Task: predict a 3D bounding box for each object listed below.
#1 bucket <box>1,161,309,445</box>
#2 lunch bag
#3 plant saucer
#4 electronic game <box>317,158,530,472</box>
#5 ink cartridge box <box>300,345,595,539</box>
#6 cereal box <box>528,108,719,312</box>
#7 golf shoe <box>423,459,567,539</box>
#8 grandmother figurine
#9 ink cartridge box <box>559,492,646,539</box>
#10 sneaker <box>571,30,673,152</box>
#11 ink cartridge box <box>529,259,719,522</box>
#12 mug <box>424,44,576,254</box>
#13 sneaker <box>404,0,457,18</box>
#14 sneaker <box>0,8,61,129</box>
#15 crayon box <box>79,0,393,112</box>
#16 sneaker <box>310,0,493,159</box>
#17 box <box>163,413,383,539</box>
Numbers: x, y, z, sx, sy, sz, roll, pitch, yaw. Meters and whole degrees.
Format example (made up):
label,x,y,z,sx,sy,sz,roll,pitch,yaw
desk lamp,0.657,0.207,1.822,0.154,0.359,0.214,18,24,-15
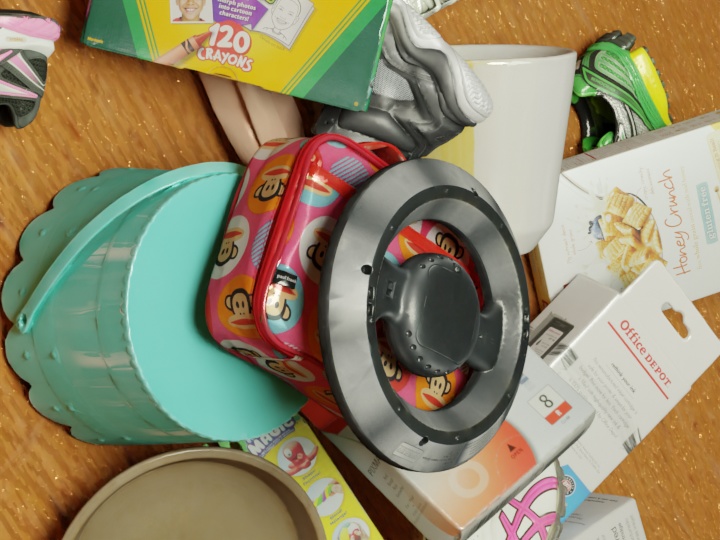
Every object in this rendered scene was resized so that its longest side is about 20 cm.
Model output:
label,x,y,z,sx,sy,sz,roll,pitch,yaw
bucket,-0.123,0.023,1.398,0.207,0.135,0.208,1,88,-41
lunch bag,0.000,0.000,1.367,0.200,0.082,0.177,32,66,-38
plant saucer,-0.119,0.211,1.423,0.199,0.029,0.201,-6,109,-19
electronic game,0.044,0.028,1.321,0.200,0.042,0.201,4,85,-48
ink cartridge box,0.052,0.088,1.527,0.200,0.050,0.162,45,56,11
cereal box,0.233,-0.037,1.694,0.199,0.040,0.144,-19,109,-12
golf shoe,0.093,0.198,1.525,0.092,0.073,0.201,36,54,-25
grandmother figurine,-0.063,-0.085,1.500,0.121,0.061,0.201,-29,107,-12
ink cartridge box,0.145,0.285,1.647,0.200,0.084,0.145,-27,106,-36
sneaker,0.228,-0.095,1.739,0.085,0.078,0.200,-37,103,-26
ink cartridge box,0.180,0.089,1.652,0.200,0.067,0.116,-45,118,-9
mug,0.073,-0.092,1.585,0.149,0.186,0.154,-33,124,-69
sneaker,0.067,-0.232,1.572,0.200,0.115,0.076,-37,112,-33
sneaker,-0.280,-0.123,1.312,0.199,0.080,0.087,-1,101,-34
crayon box,-0.078,-0.189,1.403,0.199,0.058,0.119,13,98,0
sneaker,-0.008,-0.152,1.471,0.114,0.075,0.200,-44,86,6
box,-0.056,0.188,1.481,0.117,0.048,0.200,-35,117,-8
